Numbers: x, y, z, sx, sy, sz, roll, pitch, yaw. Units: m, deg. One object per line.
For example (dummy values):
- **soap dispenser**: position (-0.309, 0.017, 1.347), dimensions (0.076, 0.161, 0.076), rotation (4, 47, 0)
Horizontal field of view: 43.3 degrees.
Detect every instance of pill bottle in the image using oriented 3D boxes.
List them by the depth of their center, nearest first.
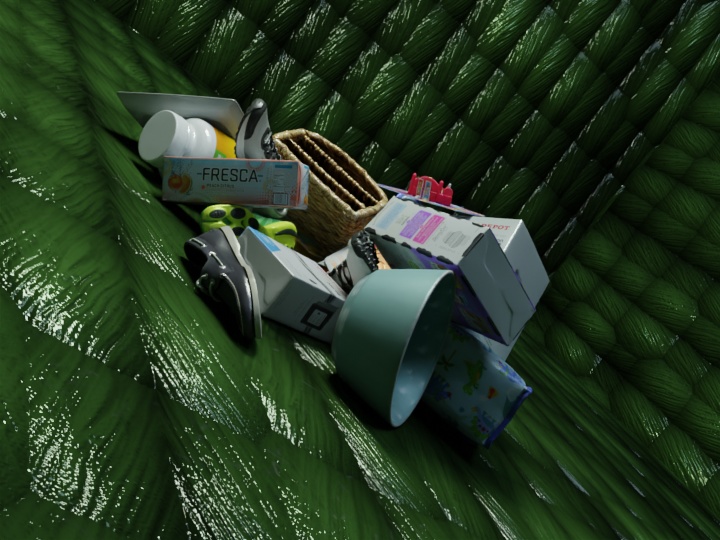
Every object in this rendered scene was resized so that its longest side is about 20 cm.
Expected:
- **pill bottle**: position (-0.241, -0.164, 1.399), dimensions (0.199, 0.111, 0.111), rotation (30, 12, -49)

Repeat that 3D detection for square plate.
- **square plate**: position (-0.268, -0.224, 1.463), dimensions (0.195, 0.029, 0.200), rotation (5, -18, 11)

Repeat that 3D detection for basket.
- **basket**: position (-0.048, -0.147, 1.492), dimensions (0.200, 0.142, 0.149), rotation (43, -30, 12)

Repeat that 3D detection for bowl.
- **bowl**: position (0.034, 0.080, 1.122), dimensions (0.104, 0.203, 0.201), rotation (20, 2, 17)

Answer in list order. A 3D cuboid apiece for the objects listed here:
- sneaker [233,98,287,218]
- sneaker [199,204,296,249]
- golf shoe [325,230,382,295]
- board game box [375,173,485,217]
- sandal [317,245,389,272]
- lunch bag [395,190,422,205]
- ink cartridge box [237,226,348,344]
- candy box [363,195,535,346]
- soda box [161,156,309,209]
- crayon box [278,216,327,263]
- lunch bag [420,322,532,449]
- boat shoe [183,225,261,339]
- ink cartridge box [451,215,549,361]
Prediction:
- **sneaker**: position (-0.140, -0.161, 1.332), dimensions (0.078, 0.202, 0.074), rotation (11, 42, 10)
- **sneaker**: position (-0.171, -0.051, 1.308), dimensions (0.083, 0.075, 0.199), rotation (9, -3, 29)
- **golf shoe**: position (-0.011, 0.017, 1.283), dimensions (0.201, 0.093, 0.079), rotation (77, -1, -61)
- **board game box**: position (0.121, -0.136, 1.526), dimensions (0.156, 0.039, 0.199), rotation (11, 10, -33)
- **sandal**: position (-0.004, -0.006, 1.411), dimensions (0.205, 0.060, 0.080), rotation (-19, 60, -31)
- **lunch bag**: position (0.075, -0.018, 1.614), dimensions (0.170, 0.200, 0.128), rotation (41, -8, 11)
- **ink cartridge box**: position (-0.082, 0.027, 1.219), dimensions (0.116, 0.067, 0.199), rotation (44, 9, 35)
- **candy box**: position (0.120, -0.002, 1.242), dimensions (0.199, 0.072, 0.168), rotation (24, -24, 49)
- **soda box**: position (-0.173, -0.122, 1.268), dimensions (0.197, 0.065, 0.068), rotation (4, 0, 9)
- **crayon box**: position (-0.130, -0.056, 1.528), dimensions (0.200, 0.052, 0.125), rotation (43, 8, 29)
- **lunch bag**: position (0.146, 0.159, 1.317), dimensions (0.170, 0.128, 0.200), rotation (39, 4, 6)
- **boat shoe**: position (-0.158, 0.017, 1.037), dimensions (0.062, 0.073, 0.201), rotation (-10, 35, -16)
- **ink cartridge box**: position (0.181, 0.032, 1.441), dimensions (0.144, 0.201, 0.145), rotation (7, -39, 41)
